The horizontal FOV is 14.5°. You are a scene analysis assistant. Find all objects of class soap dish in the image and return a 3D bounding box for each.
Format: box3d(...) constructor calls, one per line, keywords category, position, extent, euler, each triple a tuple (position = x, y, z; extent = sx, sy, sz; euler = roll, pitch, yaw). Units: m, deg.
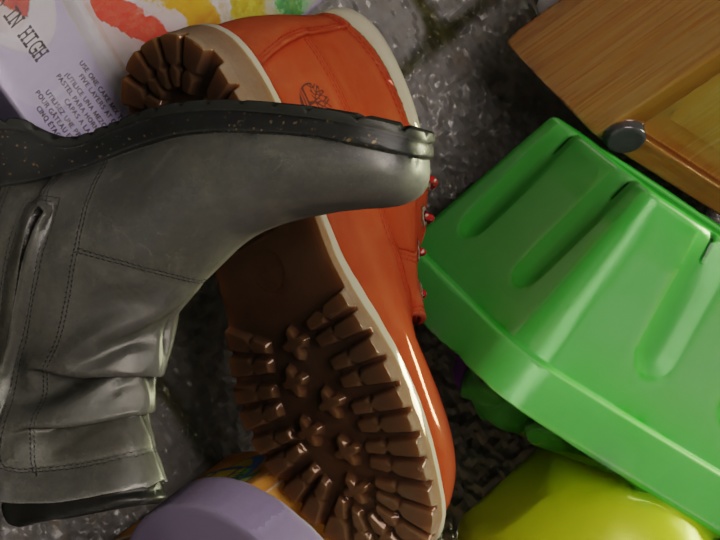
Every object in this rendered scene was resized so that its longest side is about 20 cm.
box3d(category="soap dish", position=(0.182, -0.098, 1.090), extent=(0.157, 0.200, 0.081), euler=(28, 38, -43))

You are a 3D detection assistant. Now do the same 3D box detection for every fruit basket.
box3d(category="fruit basket", position=(0.093, 0.076, 1.068), extent=(0.215, 0.156, 0.216), euler=(-8, 114, -18))

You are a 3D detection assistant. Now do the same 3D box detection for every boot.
box3d(category="boot", position=(0.000, 0.000, 0.998), extent=(0.107, 0.075, 0.200), euler=(-22, 92, -49))
box3d(category="boot", position=(-0.069, 0.015, 0.911), extent=(0.068, 0.199, 0.131), euler=(11, 76, -75))

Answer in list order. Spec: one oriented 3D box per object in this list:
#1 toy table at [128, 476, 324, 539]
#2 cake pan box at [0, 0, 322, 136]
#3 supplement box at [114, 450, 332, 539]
box3d(category="toy table", position=(-0.055, 0.185, 0.948), extent=(0.117, 0.184, 0.200), euler=(-38, 112, -41))
box3d(category="cake pan box", position=(-0.102, -0.151, 1.014), extent=(0.184, 0.052, 0.200), euler=(-43, 109, -30))
box3d(category="supplement box", position=(-0.010, 0.165, 1.036), extent=(0.066, 0.069, 0.200), euler=(-33, 105, -31))
